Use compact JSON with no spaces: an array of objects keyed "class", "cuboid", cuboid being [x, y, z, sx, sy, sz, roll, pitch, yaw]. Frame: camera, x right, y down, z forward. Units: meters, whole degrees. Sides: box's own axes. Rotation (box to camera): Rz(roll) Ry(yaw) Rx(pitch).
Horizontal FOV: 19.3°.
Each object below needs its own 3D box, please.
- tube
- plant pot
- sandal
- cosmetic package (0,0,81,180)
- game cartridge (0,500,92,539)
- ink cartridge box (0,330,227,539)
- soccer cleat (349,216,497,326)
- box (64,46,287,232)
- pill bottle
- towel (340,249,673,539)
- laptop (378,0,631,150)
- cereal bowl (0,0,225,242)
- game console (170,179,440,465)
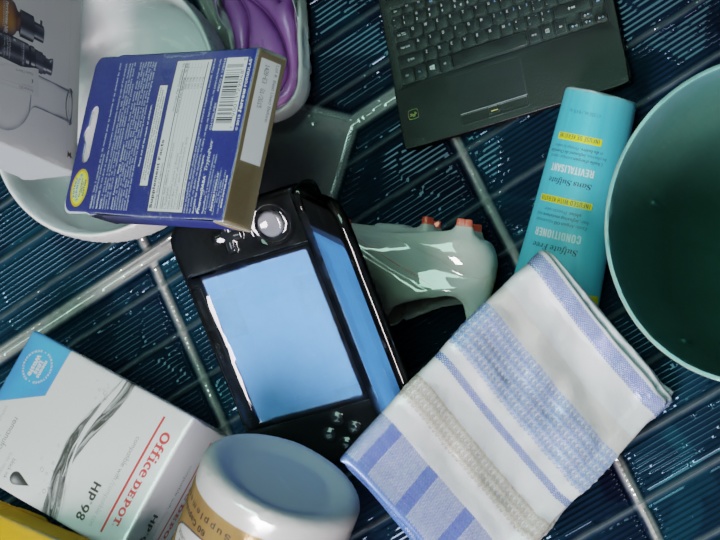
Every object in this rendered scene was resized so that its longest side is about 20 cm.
[{"class":"tube","cuboid":[0.143,-0.023,1.458,0.077,0.050,0.201,13,91,33]},{"class":"plant pot","cuboid":[0.272,-0.019,1.329,0.199,0.161,0.202,-5,79,24]},{"class":"sandal","cuboid":[-0.081,-0.211,1.589,0.082,0.050,0.204,-24,70,17]},{"class":"cosmetic package","cuboid":[-0.259,-0.180,1.519,0.051,0.151,0.202,-4,78,22]},{"class":"game cartridge","cuboid":[-0.224,0.268,1.521,0.199,0.032,0.178,14,105,49]},{"class":"ink cartridge box","cuboid":[-0.180,0.140,1.553,0.199,0.067,0.116,25,82,27]},{"class":"soccer cleat","cuboid":[0.000,0.000,1.506,0.199,0.069,0.078,3,85,22]},{"class":"box","cuboid":[-0.133,-0.092,1.483,0.199,0.032,0.122,5,81,49]},{"class":"pill bottle","cuboid":[-0.083,0.224,1.454,0.114,0.114,0.201,32,115,26]},{"class":"towel","cuboid":[0.099,0.102,1.383,0.200,0.024,0.147,-45,107,-12]},{"class":"laptop","cuboid":[0.077,-0.211,1.488,0.176,0.103,0.201,-15,74,22]},{"class":"cereal bowl","cuboid":[-0.176,-0.117,1.597,0.199,0.083,0.202,-5,79,24]},{"class":"game console","cuboid":[-0.040,0.051,1.443,0.175,0.116,0.201,-16,103,22]}]
